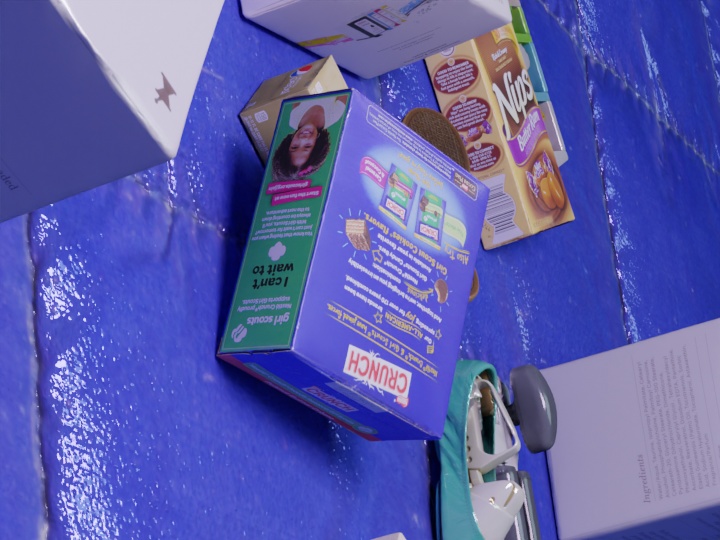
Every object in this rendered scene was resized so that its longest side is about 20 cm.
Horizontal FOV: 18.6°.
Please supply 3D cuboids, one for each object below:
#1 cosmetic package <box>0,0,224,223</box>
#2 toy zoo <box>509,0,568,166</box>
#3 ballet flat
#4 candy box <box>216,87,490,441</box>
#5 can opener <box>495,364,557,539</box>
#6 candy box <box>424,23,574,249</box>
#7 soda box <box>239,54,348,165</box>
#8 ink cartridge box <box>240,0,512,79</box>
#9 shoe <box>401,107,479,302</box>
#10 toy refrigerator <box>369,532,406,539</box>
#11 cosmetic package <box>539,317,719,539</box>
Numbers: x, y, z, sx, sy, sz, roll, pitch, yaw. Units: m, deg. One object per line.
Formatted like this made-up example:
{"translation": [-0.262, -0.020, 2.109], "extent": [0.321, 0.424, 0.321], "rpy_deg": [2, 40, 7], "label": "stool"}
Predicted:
{"translation": [-0.203, -0.138, 1.170], "extent": [0.165, 0.199, 0.166], "rpy_deg": [55, 30, -33], "label": "cosmetic package"}
{"translation": [0.152, -0.169, 2.136], "extent": [0.131, 0.020, 0.202], "rpy_deg": [-8, 81, -65], "label": "toy zoo"}
{"translation": [0.093, 0.160, 1.737], "extent": [0.067, 0.070, 0.202], "rpy_deg": [33, 45, -54], "label": "ballet flat"}
{"translation": [0.000, 0.000, 1.559], "extent": [0.169, 0.077, 0.202], "rpy_deg": [33, 60, -41], "label": "candy box"}
{"translation": [0.136, 0.177, 1.818], "extent": [0.053, 0.066, 0.202], "rpy_deg": [23, 53, -57], "label": "can opener"}
{"translation": [0.126, -0.127, 2.014], "extent": [0.117, 0.056, 0.202], "rpy_deg": [-18, 89, -64], "label": "candy box"}
{"translation": [-0.013, -0.055, 1.669], "extent": [0.201, 0.064, 0.068], "rpy_deg": [62, 26, -19], "label": "soda box"}
{"translation": [0.004, -0.262, 1.744], "extent": [0.200, 0.144, 0.149], "rpy_deg": [19, 56, -60], "label": "ink cartridge box"}
{"translation": [0.055, -0.047, 1.831], "extent": [0.069, 0.053, 0.201], "rpy_deg": [13, 52, -24], "label": "shoe"}
{"translation": [-0.010, 0.268, 1.448], "extent": [0.070, 0.075, 0.201], "rpy_deg": [58, 29, -28], "label": "toy refrigerator"}
{"translation": [0.288, 0.161, 1.985], "extent": [0.167, 0.199, 0.168], "rpy_deg": [29, 48, -56], "label": "cosmetic package"}
